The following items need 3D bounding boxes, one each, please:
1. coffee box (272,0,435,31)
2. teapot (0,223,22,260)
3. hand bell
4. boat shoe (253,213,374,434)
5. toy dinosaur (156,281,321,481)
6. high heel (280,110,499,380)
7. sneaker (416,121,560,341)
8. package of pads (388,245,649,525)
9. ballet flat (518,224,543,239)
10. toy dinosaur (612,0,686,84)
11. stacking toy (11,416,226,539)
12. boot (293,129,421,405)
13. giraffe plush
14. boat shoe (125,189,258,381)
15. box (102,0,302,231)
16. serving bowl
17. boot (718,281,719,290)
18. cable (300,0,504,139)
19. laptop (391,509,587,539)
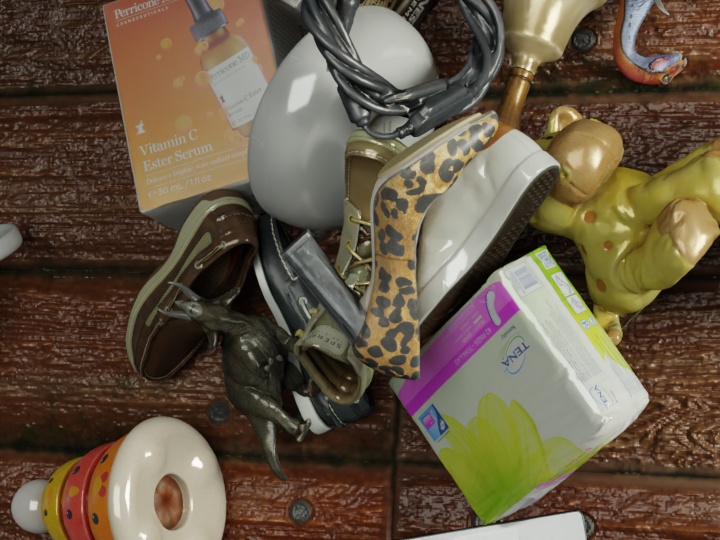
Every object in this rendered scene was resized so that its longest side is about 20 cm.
[{"bbox_3d":[-0.014,-0.254,1.525,0.080,0.200,0.113,35,93,24],"label":"coffee box"},{"bbox_3d":[-0.439,0.011,1.654,0.199,0.146,0.198,27,116,0],"label":"teapot"},{"bbox_3d":[0.133,-0.156,1.497,0.104,0.104,0.201,13,78,20],"label":"hand bell"},{"bbox_3d":[-0.042,0.039,1.553,0.060,0.076,0.201,-21,86,14],"label":"boat shoe"},{"bbox_3d":[-0.084,0.085,1.503,0.102,0.201,0.077,21,53,40],"label":"toy dinosaur"},{"bbox_3d":[0.057,-0.017,1.351,0.200,0.071,0.143,-38,97,13],"label":"high heel"},{"bbox_3d":[0.073,-0.032,1.405,0.085,0.073,0.200,44,114,20],"label":"sneaker"},{"bbox_3d":[0.124,0.099,1.428,0.155,0.068,0.200,55,140,14],"label":"package of pads"},{"bbox_3d":[0.078,-0.049,1.528,0.199,0.072,0.072,-14,76,16],"label":"ballet flat"},{"bbox_3d":[0.250,-0.256,1.526,0.182,0.105,0.200,-65,31,12],"label":"toy dinosaur"},{"bbox_3d":[-0.231,0.209,1.569,0.199,0.146,0.147,-10,77,33],"label":"stacking toy"},{"bbox_3d":[0.000,0.000,1.430,0.072,0.200,0.155,18,57,22],"label":"boot"},{"bbox_3d":[0.197,-0.058,1.431,0.162,0.173,0.200,40,125,3],"label":"giraffe plush"},{"bbox_3d":[-0.145,0.029,1.546,0.075,0.074,0.203,57,133,39],"label":"boat shoe"},{"bbox_3d":[-0.127,-0.153,1.594,0.152,0.106,0.201,-17,76,15],"label":"box"},{"bbox_3d":[-0.001,-0.116,1.491,0.066,0.200,0.201,34,92,33],"label":"serving bowl"},{"bbox_3d":[0.386,-0.046,1.417,0.199,0.069,0.175,4,110,-21],"label":"boot"},{"bbox_3d":[0.036,-0.193,1.425,0.164,0.200,0.051,54,141,2],"label":"cable"},{"bbox_3d":[0.095,0.303,1.433,0.186,0.116,0.201,-12,77,15],"label":"laptop"}]
